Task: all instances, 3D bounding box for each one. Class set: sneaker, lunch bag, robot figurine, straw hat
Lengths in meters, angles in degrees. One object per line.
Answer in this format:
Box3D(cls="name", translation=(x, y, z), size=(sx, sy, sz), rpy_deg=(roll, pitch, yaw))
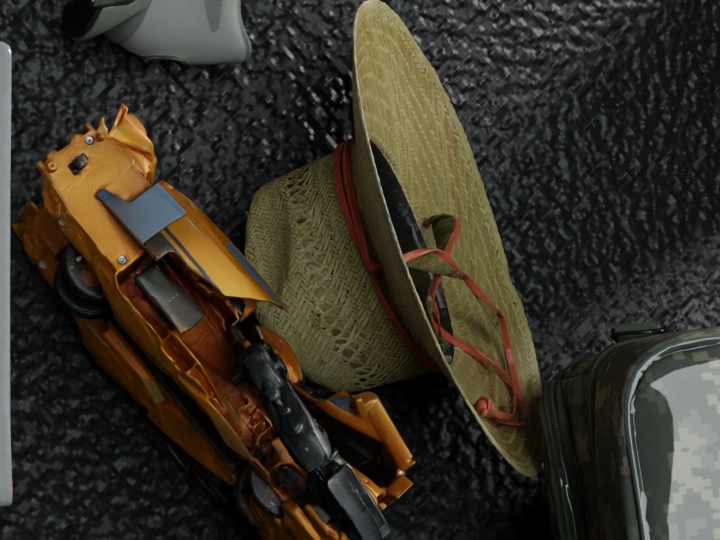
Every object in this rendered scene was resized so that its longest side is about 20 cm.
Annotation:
Box3D(cls="sneaker", translation=(-0.050, -0.179, 1.202), size=(0.088, 0.074, 0.201), rpy_deg=(15, 98, -23))
Box3D(cls="lunch bag", translation=(0.146, 0.119, 1.187), size=(0.139, 0.168, 0.201), rpy_deg=(-8, 89, -13))
Box3D(cls="robot figurine", translation=(-0.053, 0.036, 1.139), size=(0.058, 0.145, 0.200), rpy_deg=(-40, 88, -18))
Box3D(cls="straw hat", translation=(0.000, 0.000, 1.192), size=(0.085, 0.201, 0.202), rpy_deg=(-19, 89, 15))

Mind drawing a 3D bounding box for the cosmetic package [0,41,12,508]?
Box3D(cls="cosmetic package", translation=(-0.240, 0.007, 1.045), size=(0.199, 0.166, 0.168), rpy_deg=(3, 79, -24))
